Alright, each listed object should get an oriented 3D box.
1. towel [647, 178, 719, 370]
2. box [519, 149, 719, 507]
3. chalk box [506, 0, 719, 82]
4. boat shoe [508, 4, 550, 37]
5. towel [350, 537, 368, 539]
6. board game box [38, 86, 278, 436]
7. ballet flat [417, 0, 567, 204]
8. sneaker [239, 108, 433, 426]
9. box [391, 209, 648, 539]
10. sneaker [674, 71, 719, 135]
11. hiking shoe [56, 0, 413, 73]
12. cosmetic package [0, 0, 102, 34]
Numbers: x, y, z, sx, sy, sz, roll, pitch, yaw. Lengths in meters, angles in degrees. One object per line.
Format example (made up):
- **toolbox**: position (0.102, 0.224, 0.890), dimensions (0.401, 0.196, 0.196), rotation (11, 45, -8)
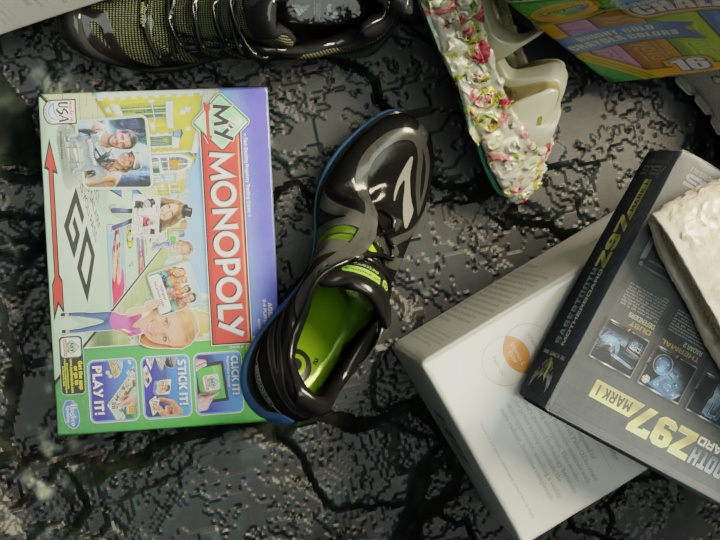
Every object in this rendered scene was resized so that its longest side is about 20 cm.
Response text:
- **towel**: position (0.249, 0.024, 0.684), dimensions (0.132, 0.034, 0.200), rotation (-31, 98, -9)
- **box**: position (0.211, 0.048, 0.722), dimensions (0.200, 0.051, 0.158), rotation (28, 88, -11)
- **chalk box**: position (0.152, -0.191, 0.695), dimensions (0.124, 0.200, 0.125), rotation (-2, 79, 32)
- **boat shoe**: position (0.063, -0.214, 0.762), dimensions (0.074, 0.063, 0.201), rotation (-31, 108, 25)
- **towel**: position (-0.006, 0.271, 0.801), dimensions (0.112, 0.049, 0.200), rotation (-24, 97, -7)
- **board game box**: position (-0.118, -0.007, 0.779), dimensions (0.134, 0.029, 0.200), rotation (-3, 94, -8)
- **ballet flat**: position (0.081, -0.122, 0.747), dimensions (0.064, 0.076, 0.200), rotation (-8, 128, 27)
- **sneaker**: position (0.000, 0.000, 0.758), dimensions (0.071, 0.083, 0.200), rotation (32, 74, -26)
- **box**: position (0.140, 0.051, 0.786), dimensions (0.200, 0.097, 0.125), rotation (-30, 97, -6)
- **sneaker**: position (0.245, -0.116, 0.784), dimensions (0.075, 0.115, 0.200), rotation (-34, 98, -6)
- **hiking shoe**: position (-0.072, -0.154, 0.740), dimensions (0.200, 0.101, 0.076), rotation (-5, 94, -8)
- **cosmetic package**: position (-0.145, -0.206, 0.704), dimensions (0.200, 0.074, 0.102), rotation (-18, 72, 9)
